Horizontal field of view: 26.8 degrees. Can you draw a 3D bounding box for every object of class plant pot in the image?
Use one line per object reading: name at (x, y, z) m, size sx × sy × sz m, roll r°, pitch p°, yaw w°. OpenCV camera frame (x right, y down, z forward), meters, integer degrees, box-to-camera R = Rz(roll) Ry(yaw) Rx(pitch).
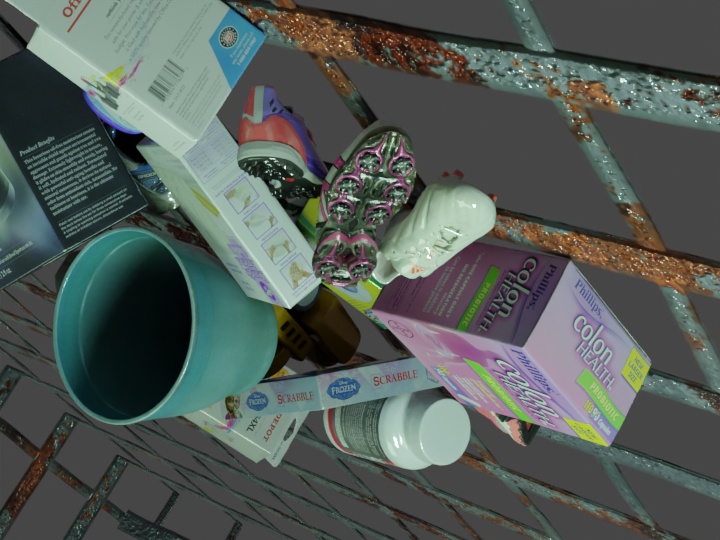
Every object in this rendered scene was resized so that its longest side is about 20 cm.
plant pot at (-0.195, 0.064, 1.625) m, size 0.198 × 0.203 × 0.187 m, roll 19°, pitch -175°, yaw 34°

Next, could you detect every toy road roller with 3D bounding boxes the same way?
toy road roller at (-0.105, 0.071, 1.790) m, size 0.122 × 0.147 × 0.200 m, roll 18°, pitch 158°, yaw 36°

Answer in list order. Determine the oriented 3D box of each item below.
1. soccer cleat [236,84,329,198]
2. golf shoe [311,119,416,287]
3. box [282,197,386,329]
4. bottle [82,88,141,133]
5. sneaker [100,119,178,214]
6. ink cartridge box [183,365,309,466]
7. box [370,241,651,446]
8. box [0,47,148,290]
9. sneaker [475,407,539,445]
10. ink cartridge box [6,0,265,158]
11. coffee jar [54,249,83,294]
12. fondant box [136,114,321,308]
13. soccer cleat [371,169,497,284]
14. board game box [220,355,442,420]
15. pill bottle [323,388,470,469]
soccer cleat at (-0.063, -0.111, 1.392) m, size 0.067 × 0.074 × 0.200 m, roll -1°, pitch 171°, yaw 14°
golf shoe at (-0.004, -0.075, 1.343) m, size 0.072 × 0.093 × 0.201 m, roll 8°, pitch 144°, yaw -14°
box at (0.000, 0.000, 1.592) m, size 0.199 × 0.049 × 0.117 m, roll 34°, pitch 163°, yaw -14°
bottle at (-0.200, -0.181, 1.402) m, size 0.083 × 0.066 × 0.200 m, roll 37°, pitch 162°, yaw -16°
sneaker at (-0.264, -0.144, 1.624) m, size 0.198 × 0.077 × 0.086 m, roll 26°, pitch 146°, yaw 22°
ink cartridge box at (-0.174, 0.188, 2.251) m, size 0.199 × 0.130 × 0.125 m, roll 32°, pitch 162°, yaw -4°
box at (0.143, 0.063, 1.439) m, size 0.199 × 0.097 × 0.176 m, roll 12°, pitch 154°, yaw 45°
box at (-0.357, -0.106, 1.592) m, size 0.199 × 0.123 × 0.200 m, roll -23°, pitch 97°, yaw 52°
sneaker at (0.142, 0.129, 1.659) m, size 0.086 × 0.074 × 0.201 m, roll 23°, pitch 161°, yaw 28°
ink cartridge box at (-0.194, -0.202, 1.253) m, size 0.199 × 0.116 × 0.068 m, roll 36°, pitch 161°, yaw -13°
coffee jar at (-0.354, 0.045, 2.237) m, size 0.198 × 0.086 × 0.105 m, roll 24°, pitch 161°, yaw 24°
fondant box at (-0.129, -0.062, 1.507) m, size 0.201 × 0.058 × 0.144 m, roll 53°, pitch 166°, yaw -16°
soccer cleat at (0.064, -0.031, 1.347) m, size 0.069 × 0.078 × 0.200 m, roll 34°, pitch 162°, yaw -9°
board game box at (-0.030, 0.135, 1.766) m, size 0.198 × 0.042 × 0.199 m, roll -7°, pitch 177°, yaw -40°
pill bottle at (0.048, 0.191, 1.918) m, size 0.111 × 0.112 × 0.199 m, roll 41°, pitch 160°, yaw -28°
